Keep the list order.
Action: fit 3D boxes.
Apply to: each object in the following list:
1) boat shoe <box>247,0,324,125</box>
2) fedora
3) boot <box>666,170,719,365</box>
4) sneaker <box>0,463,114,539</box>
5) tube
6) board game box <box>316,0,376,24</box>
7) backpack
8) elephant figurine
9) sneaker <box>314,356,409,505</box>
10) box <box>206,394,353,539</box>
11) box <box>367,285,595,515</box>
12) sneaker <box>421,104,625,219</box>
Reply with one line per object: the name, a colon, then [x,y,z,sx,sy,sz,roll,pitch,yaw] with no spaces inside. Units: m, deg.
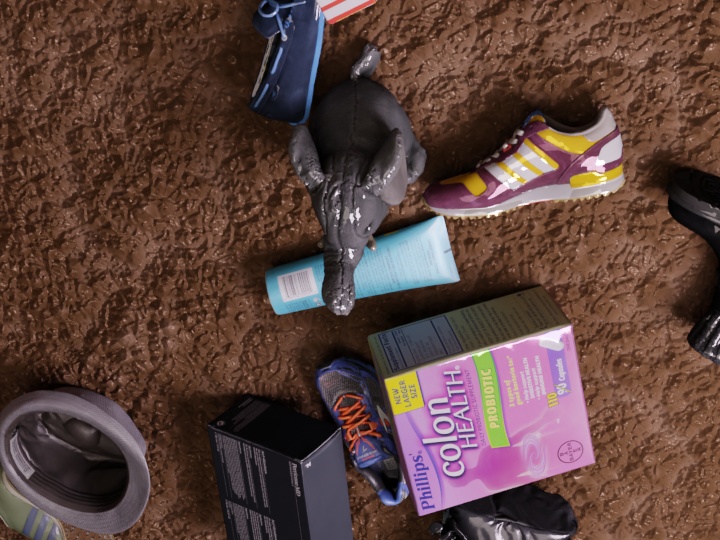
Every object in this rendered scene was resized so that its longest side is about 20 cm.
boat shoe: [-0.070,-0.228,1.051,0.068,0.084,0.200,6,117,-8]
fedora: [-0.324,0.208,1.320,0.200,0.090,0.177,21,118,5]
boot: [0.364,0.009,1.118,0.211,0.079,0.158,28,118,-7]
sneaker: [-0.397,0.307,1.406,0.090,0.067,0.200,-16,122,35]
tube: [0.000,0.000,1.189,0.200,0.050,0.078,-13,119,10]
board game box: [-0.027,-0.308,0.937,0.046,0.200,0.152,-22,112,19]
backpack: [0.164,0.341,1.300,0.167,0.127,0.200,15,121,14]
elephant figurine: [-0.006,-0.087,1.052,0.141,0.200,0.155,-35,108,23]
sneaker: [0.012,0.181,1.263,0.075,0.078,0.200,-26,112,19]
box: [-0.088,0.261,1.292,0.141,0.079,0.200,17,125,35]
box: [0.128,0.136,1.181,0.200,0.097,0.176,-15,116,-3]
sneaker: [0.154,-0.109,1.096,0.200,0.075,0.090,-10,108,6]
